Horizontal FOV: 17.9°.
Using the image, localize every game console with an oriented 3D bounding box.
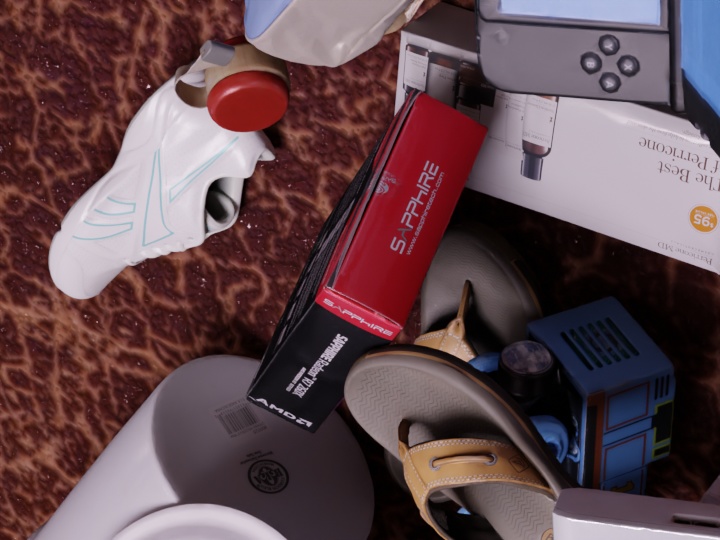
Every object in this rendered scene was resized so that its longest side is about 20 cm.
[{"bbox_3d":[0.117,-0.157,1.072,0.171,0.119,0.202,6,116,21],"label":"game console"}]

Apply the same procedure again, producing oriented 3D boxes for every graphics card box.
[{"bbox_3d":[0.000,0.000,1.230,0.051,0.126,0.200,26,155,-6],"label":"graphics card box"}]

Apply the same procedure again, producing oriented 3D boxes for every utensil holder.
[{"bbox_3d":[-0.105,0.174,1.422,0.170,0.170,0.200,44,129,4],"label":"utensil holder"}]

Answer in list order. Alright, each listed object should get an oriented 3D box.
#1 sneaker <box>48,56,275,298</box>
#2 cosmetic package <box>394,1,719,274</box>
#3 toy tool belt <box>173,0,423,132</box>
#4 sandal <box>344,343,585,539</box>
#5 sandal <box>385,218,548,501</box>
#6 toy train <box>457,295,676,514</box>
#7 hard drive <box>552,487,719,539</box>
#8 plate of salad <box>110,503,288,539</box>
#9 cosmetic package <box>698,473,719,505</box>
[{"bbox_3d":[-0.123,-0.036,1.378,0.080,0.070,0.200,42,130,2],"label":"sneaker"},{"bbox_3d":[0.114,-0.071,1.211,0.199,0.051,0.083,20,126,24],"label":"cosmetic package"},{"bbox_3d":[-0.027,-0.178,1.220,0.200,0.124,0.124,-45,46,40],"label":"toy tool belt"},{"bbox_3d":[0.061,0.113,1.116,0.200,0.054,0.082,47,139,18],"label":"sandal"},{"bbox_3d":[0.050,0.062,1.317,0.081,0.055,0.201,32,129,14],"label":"sandal"},{"bbox_3d":[0.112,0.114,1.274,0.087,0.113,0.201,-126,26,-47],"label":"toy train"},{"bbox_3d":[0.158,0.198,1.069,0.131,0.027,0.202,5,121,18],"label":"hard drive"},{"bbox_3d":[-0.089,0.233,1.284,0.198,0.048,0.202,-5,79,28],"label":"plate of salad"},{"bbox_3d":[0.270,0.154,1.136,0.198,0.200,0.124,32,129,14],"label":"cosmetic package"}]
